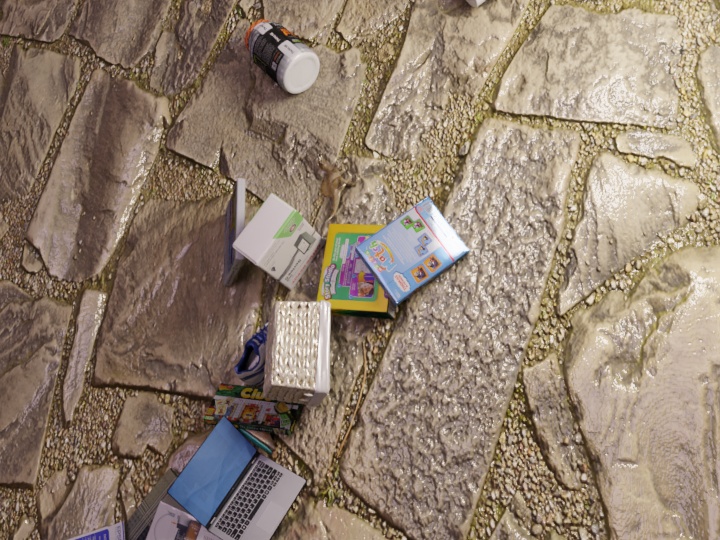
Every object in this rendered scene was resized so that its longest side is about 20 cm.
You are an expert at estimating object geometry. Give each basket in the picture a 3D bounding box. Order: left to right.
[{"bbox_3d":[-0.135,0.174,1.404,0.121,0.136,0.203,6,65,-14],"label":"basket"}]

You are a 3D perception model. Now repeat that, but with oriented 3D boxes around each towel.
[{"bbox_3d":[-0.421,0.573,1.459,0.192,0.035,0.201,39,90,30],"label":"towel"}]

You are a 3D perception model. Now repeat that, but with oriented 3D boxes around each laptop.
[{"bbox_3d":[-0.246,0.440,1.349,0.198,0.117,0.188,22,56,21],"label":"laptop"}]

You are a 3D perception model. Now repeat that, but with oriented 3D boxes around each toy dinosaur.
[{"bbox_3d":[-0.053,-0.205,1.590,0.100,0.058,0.202,-29,56,25],"label":"toy dinosaur"}]

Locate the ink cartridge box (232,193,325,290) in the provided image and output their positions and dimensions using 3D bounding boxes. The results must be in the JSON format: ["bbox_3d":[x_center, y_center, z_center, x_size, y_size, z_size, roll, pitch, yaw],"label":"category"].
[{"bbox_3d":[-0.177,-0.060,1.494,0.084,0.200,0.146,34,85,24],"label":"ink cartridge box"}]

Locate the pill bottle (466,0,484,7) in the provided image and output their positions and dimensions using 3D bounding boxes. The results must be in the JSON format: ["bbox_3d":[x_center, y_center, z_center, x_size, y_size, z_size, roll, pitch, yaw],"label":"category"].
[{"bbox_3d":[0.331,-0.735,1.593,0.199,0.114,0.115,-38,64,4],"label":"pill bottle"}]

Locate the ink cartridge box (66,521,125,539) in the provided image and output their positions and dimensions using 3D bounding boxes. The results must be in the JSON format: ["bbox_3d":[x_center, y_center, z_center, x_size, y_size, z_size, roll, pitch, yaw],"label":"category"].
[{"bbox_3d":[-0.586,0.684,1.469,0.197,0.047,0.200,-20,65,11],"label":"ink cartridge box"}]

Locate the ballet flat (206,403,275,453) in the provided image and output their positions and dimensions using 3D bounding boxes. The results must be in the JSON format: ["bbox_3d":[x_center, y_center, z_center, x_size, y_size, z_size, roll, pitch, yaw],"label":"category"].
[{"bbox_3d":[-0.255,0.330,1.463,0.198,0.068,0.068,22,64,24],"label":"ballet flat"}]

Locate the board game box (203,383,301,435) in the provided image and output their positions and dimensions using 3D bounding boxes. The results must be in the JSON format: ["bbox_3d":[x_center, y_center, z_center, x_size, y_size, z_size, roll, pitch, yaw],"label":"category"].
[{"bbox_3d":[-0.230,0.300,1.441,0.197,0.024,0.105,4,36,12],"label":"board game box"}]

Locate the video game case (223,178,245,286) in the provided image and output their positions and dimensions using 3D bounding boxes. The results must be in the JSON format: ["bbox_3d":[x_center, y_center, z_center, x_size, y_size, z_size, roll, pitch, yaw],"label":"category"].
[{"bbox_3d":[-0.299,-0.087,1.573,0.022,0.182,0.203,5,68,-19],"label":"video game case"}]

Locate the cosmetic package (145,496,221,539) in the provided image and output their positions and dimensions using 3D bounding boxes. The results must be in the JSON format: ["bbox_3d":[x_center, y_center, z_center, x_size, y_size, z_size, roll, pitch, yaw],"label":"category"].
[{"bbox_3d":[-0.350,0.586,1.380,0.197,0.052,0.153,20,87,10],"label":"cosmetic package"}]

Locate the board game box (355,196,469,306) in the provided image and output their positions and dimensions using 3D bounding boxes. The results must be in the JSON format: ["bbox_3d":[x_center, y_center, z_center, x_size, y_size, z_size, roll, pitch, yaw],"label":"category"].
[{"bbox_3d":[0.111,-0.042,1.427,0.199,0.037,0.152,-34,78,-13],"label":"board game box"}]

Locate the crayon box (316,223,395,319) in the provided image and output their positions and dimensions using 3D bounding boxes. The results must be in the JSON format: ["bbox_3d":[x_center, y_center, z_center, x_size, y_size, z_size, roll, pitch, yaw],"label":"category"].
[{"bbox_3d":[0.000,0.000,1.487,0.170,0.058,0.203,2,72,22],"label":"crayon box"}]

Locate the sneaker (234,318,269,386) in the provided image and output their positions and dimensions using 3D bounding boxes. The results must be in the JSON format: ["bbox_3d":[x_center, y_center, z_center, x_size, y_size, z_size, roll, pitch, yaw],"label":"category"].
[{"bbox_3d":[-0.210,0.163,1.490,0.075,0.088,0.202,21,78,26],"label":"sneaker"}]

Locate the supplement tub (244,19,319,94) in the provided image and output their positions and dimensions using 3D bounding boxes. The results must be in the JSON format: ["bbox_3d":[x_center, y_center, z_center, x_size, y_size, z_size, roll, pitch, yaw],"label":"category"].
[{"bbox_3d":[-0.207,-0.559,1.721,0.123,0.123,0.200,-45,64,0],"label":"supplement tub"}]
